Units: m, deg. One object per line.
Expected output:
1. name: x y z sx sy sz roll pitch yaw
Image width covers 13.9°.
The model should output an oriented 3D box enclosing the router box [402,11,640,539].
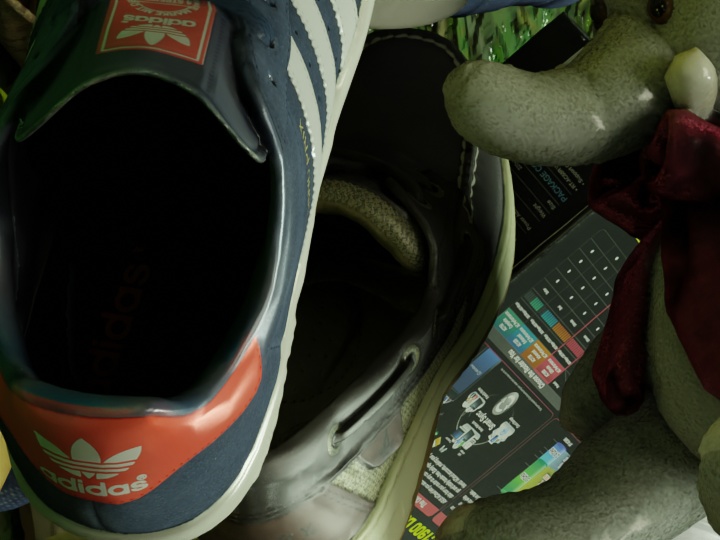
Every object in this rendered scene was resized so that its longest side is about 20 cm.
1. router box: 0.052 0.020 0.954 0.150 0.062 0.200 -41 153 2

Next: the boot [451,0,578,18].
1. boot: 0.007 -0.166 0.885 0.090 0.073 0.200 -6 77 -43

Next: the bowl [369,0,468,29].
1. bowl: 0.003 -0.128 0.758 0.200 0.200 0.108 -45 154 -55

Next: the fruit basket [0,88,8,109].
1. fruit basket: -0.146 -0.044 0.577 0.216 0.155 0.216 10 90 -87

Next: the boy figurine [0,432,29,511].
1. boy figurine: -0.115 0.033 0.721 0.200 0.064 0.124 -6 115 -61

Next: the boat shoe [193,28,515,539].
1. boat shoe: 0.000 0.000 0.798 0.065 0.073 0.200 85 14 -48

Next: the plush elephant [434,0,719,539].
1. plush elephant: 0.093 -0.025 0.758 0.200 0.165 0.155 -33 94 -23

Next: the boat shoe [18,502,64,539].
1. boat shoe: -0.053 0.096 0.846 0.074 0.069 0.200 -32 120 -59

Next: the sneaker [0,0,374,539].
1. sneaker: -0.036 -0.048 0.593 0.085 0.075 0.200 76 16 -74

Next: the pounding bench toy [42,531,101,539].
1. pounding bench toy: -0.071 0.167 0.682 0.124 0.200 0.156 26 65 -24

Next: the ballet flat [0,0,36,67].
1. ballet flat: -0.090 -0.102 0.764 0.200 0.065 0.071 39 59 -58

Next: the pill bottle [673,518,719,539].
1. pill bottle: 0.097 0.178 1.110 0.112 0.112 0.200 47 51 -55
